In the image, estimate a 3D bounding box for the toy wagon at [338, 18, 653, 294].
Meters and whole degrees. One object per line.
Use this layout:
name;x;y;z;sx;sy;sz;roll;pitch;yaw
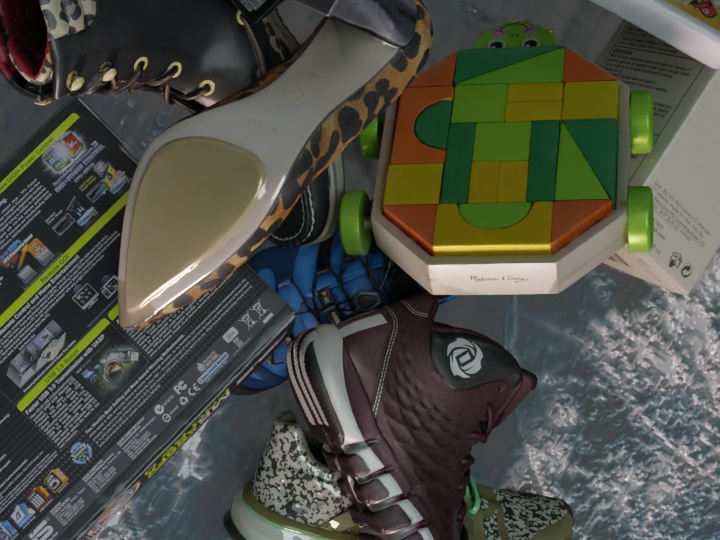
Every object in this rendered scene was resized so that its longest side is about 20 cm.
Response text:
toy wagon;0.073;-0.069;0.871;0.154;0.201;0.040;0;138;11

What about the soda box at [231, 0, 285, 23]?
soda box;-0.085;-0.217;0.790;0.063;0.071;0.200;-37;98;34

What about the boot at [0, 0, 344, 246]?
boot;-0.098;-0.091;0.826;0.153;0.073;0.205;-26;98;-45

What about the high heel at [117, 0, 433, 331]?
high heel;-0.035;-0.052;0.807;0.071;0.142;0.201;35;99;19

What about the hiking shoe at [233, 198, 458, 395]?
hiking shoe;0.000;0.000;0.892;0.199;0.087;0.075;-34;105;-13

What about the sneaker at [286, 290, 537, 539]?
sneaker;0.051;0.103;0.852;0.115;0.076;0.201;-26;100;-18

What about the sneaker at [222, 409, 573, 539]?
sneaker;0.030;0.117;0.909;0.198;0.077;0.089;6;113;-20

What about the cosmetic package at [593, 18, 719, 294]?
cosmetic package;0.183;-0.096;0.933;0.071;0.105;0.201;38;84;-32

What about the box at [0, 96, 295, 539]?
box;-0.154;0.039;0.836;0.160;0.044;0.200;43;80;6

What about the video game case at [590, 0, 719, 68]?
video game case;0.118;-0.216;0.883;0.199;0.023;0.183;26;51;-14
